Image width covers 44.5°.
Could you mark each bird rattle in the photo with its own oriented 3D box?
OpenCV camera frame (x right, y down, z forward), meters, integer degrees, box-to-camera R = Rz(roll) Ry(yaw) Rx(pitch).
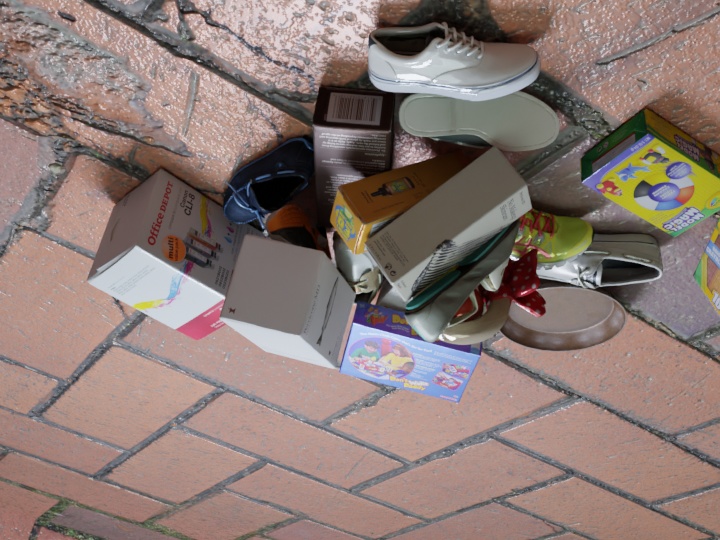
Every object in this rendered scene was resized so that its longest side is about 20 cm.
[{"bbox_3d":[0.146,0.037,1.178,0.198,0.164,0.113,24,144,13],"label":"bird rattle"}]

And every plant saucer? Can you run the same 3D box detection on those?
[{"bbox_3d":[0.306,0.065,1.355,0.198,0.035,0.201,4,149,3],"label":"plant saucer"}]

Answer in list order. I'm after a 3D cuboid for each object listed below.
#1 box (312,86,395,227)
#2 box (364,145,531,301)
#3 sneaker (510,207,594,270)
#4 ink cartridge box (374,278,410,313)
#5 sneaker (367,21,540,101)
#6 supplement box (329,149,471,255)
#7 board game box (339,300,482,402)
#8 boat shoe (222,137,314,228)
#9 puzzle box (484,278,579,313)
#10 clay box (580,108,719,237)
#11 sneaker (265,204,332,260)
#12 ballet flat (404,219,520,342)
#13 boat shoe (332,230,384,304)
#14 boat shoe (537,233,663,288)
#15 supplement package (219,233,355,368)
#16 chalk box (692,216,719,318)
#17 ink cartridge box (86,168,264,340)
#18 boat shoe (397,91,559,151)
[{"bbox_3d":[-0.007,-0.140,1.146,0.099,0.076,0.201,5,143,3],"label":"box"},{"bbox_3d":[0.108,-0.055,1.071,0.199,0.069,0.082,-37,156,3],"label":"box"},{"bbox_3d":[0.221,-0.059,1.209,0.197,0.079,0.091,1,142,11],"label":"sneaker"},{"bbox_3d":[0.100,0.036,1.345,0.114,0.068,0.200,31,136,-10],"label":"ink cartridge box"},{"bbox_3d":[0.101,-0.238,0.984,0.197,0.074,0.071,0,148,12],"label":"sneaker"},{"bbox_3d":[0.062,-0.088,1.114,0.198,0.067,0.069,-18,149,-30],"label":"supplement box"},{"bbox_3d":[0.076,0.128,1.361,0.198,0.045,0.135,15,139,-1],"label":"board game box"},{"bbox_3d":[-0.135,-0.112,1.212,0.084,0.069,0.200,26,141,-23],"label":"boat shoe"},{"bbox_3d":[0.229,0.036,1.385,0.199,0.026,0.133,-21,135,35],"label":"puzzle box"},{"bbox_3d":[0.392,-0.114,1.120,0.199,0.048,0.115,25,141,-22],"label":"clay box"},{"bbox_3d":[-0.106,-0.035,1.243,0.091,0.077,0.200,-17,167,11],"label":"sneaker"},{"bbox_3d":[0.140,0.014,1.113,0.064,0.200,0.067,52,164,-10],"label":"ballet flat"},{"bbox_3d":[0.000,0.000,1.291,0.074,0.069,0.200,8,164,16],"label":"boat shoe"},{"bbox_3d":[0.328,-0.006,1.249,0.197,0.066,0.072,0,134,2],"label":"boat shoe"},{"bbox_3d":[-0.092,0.047,1.195,0.116,0.118,0.200,13,166,16],"label":"supplement package"},{"bbox_3d":[0.533,-0.019,1.130,0.122,0.125,0.201,-15,145,-6],"label":"chalk box"},{"bbox_3d":[-0.270,-0.020,1.303,0.199,0.147,0.144,32,139,-31],"label":"ink cartridge box"},{"bbox_3d":[0.142,-0.186,1.078,0.197,0.074,0.062,3,-171,-5],"label":"boat shoe"}]
